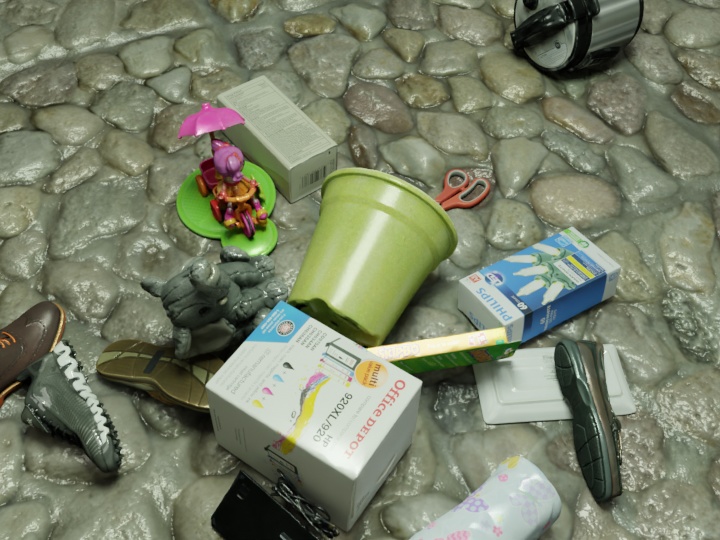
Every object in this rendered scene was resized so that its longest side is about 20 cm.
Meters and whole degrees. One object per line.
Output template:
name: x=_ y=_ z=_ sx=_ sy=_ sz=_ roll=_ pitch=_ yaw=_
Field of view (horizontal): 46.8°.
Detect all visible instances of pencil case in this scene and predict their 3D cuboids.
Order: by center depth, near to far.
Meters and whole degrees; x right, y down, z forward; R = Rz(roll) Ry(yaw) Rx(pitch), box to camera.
pencil case: x=0.128 y=0.289 z=0.919 sx=0.200 sy=0.083 sz=0.091 roll=-32 pitch=56 yaw=-24

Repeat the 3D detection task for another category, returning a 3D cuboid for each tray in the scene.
tray: x=0.250 y=0.141 z=1.080 sx=0.200 sy=0.022 sz=0.108 roll=-3 pitch=51 yaw=-5

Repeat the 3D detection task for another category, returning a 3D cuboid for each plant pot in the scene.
plant pot: x=0.000 y=0.000 z=1.087 sx=0.200 sy=0.200 sz=0.184 roll=22 pitch=65 yaw=14

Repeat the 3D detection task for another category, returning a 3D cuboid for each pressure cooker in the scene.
pressure cooker: x=0.361 y=-0.440 z=1.444 sx=0.200 sy=0.176 sz=0.179 roll=-24 pitch=53 yaw=-24

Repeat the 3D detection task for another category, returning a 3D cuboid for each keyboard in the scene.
keyboard: x=-0.068 y=0.301 z=0.923 sx=0.200 sy=0.040 sz=0.104 roll=36 pitch=98 yaw=21

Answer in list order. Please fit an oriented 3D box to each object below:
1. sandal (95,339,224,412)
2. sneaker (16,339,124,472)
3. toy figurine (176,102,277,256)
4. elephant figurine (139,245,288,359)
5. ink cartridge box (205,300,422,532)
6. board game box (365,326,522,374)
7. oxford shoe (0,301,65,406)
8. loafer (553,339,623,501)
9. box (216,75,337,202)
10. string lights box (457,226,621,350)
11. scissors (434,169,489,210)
sandal: x=-0.241 y=0.136 z=1.044 sx=0.200 sy=0.054 sz=0.080 roll=10 pitch=45 yaw=23
sneaker: x=-0.353 y=0.175 z=0.997 sx=0.090 sy=0.067 sz=0.200 roll=-28 pitch=54 yaw=-19
toy figurine: x=-0.191 y=-0.138 z=1.166 sx=0.150 sy=0.184 sz=0.200 roll=-24 pitch=60 yaw=-14
elephant figurine: x=-0.192 y=0.034 z=0.993 sx=0.141 sy=0.155 sz=0.200 roll=25 pitch=15 yaw=25
ink cartridge box: x=-0.051 y=0.167 z=0.965 sx=0.200 sy=0.145 sz=0.147 roll=28 pitch=56 yaw=18
board game box: x=0.096 y=0.104 z=1.038 sx=0.200 sy=0.096 sz=0.030 roll=-6 pitch=72 yaw=0
oxford shoe: x=-0.443 y=0.106 z=1.038 sx=0.071 sy=0.073 sz=0.200 roll=21 pitch=53 yaw=14
loafer: x=0.292 y=0.175 z=1.012 sx=0.063 sy=0.072 sz=0.200 roll=-4 pitch=65 yaw=-12
box: x=-0.130 y=-0.208 z=1.296 sx=0.095 sy=0.078 sz=0.200 roll=-30 pitch=59 yaw=-23
string lights box: x=0.243 y=0.024 z=1.140 sx=0.200 sy=0.059 sz=0.103 roll=-24 pitch=47 yaw=-21
scissors: x=0.118 y=-0.093 z=1.260 sx=0.073 sy=0.014 sz=0.200 roll=36 pitch=57 yaw=21
